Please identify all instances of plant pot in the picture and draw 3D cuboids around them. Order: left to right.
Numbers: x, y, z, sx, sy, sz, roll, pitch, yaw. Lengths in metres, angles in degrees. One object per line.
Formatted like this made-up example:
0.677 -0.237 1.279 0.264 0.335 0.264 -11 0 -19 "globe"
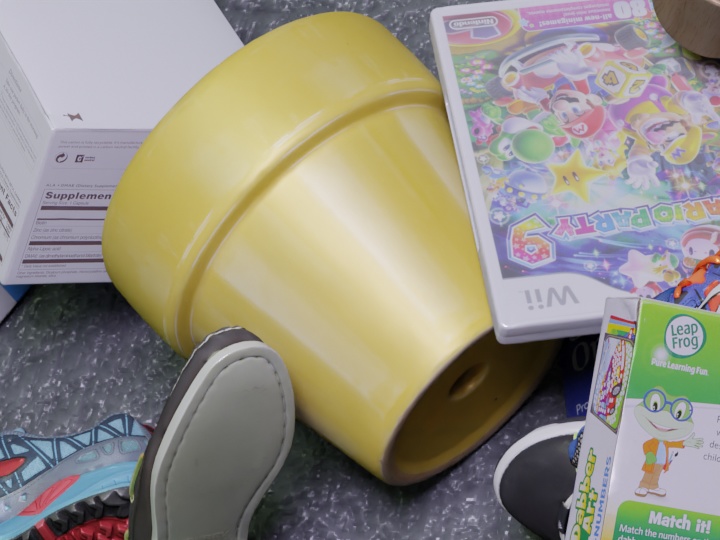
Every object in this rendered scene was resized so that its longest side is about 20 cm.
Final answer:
0.000 0.000 1.239 0.201 0.201 0.189 -42 66 -6 "plant pot"

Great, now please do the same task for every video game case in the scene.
0.120 -0.058 1.188 0.143 0.018 0.200 -6 56 -6 "video game case"

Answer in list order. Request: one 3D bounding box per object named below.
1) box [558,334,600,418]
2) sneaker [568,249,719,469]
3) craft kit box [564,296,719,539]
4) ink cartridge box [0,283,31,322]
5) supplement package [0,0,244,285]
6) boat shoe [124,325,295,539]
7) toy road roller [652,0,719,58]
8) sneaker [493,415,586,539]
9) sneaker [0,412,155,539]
0.149 0.015 1.216 0.121 0.032 0.200 -38 41 39 "box"
0.158 0.025 1.089 0.078 0.075 0.200 25 74 8 "sneaker"
0.185 0.125 1.030 0.049 0.199 0.198 -171 93 -74 "craft kit box"
-0.301 0.014 1.431 0.145 0.084 0.200 29 74 36 "ink cartridge box"
-0.154 -0.098 1.373 0.155 0.111 0.200 -2 42 -32 "supplement package"
-0.083 0.103 1.209 0.072 0.202 0.061 -5 40 -25 "boat shoe"
0.235 -0.097 1.145 0.199 0.123 0.146 11 78 3 "toy road roller"
0.144 0.130 1.118 0.200 0.072 0.083 18 35 25 "sneaker"
-0.194 0.136 1.317 0.199 0.079 0.096 -16 40 7 "sneaker"
